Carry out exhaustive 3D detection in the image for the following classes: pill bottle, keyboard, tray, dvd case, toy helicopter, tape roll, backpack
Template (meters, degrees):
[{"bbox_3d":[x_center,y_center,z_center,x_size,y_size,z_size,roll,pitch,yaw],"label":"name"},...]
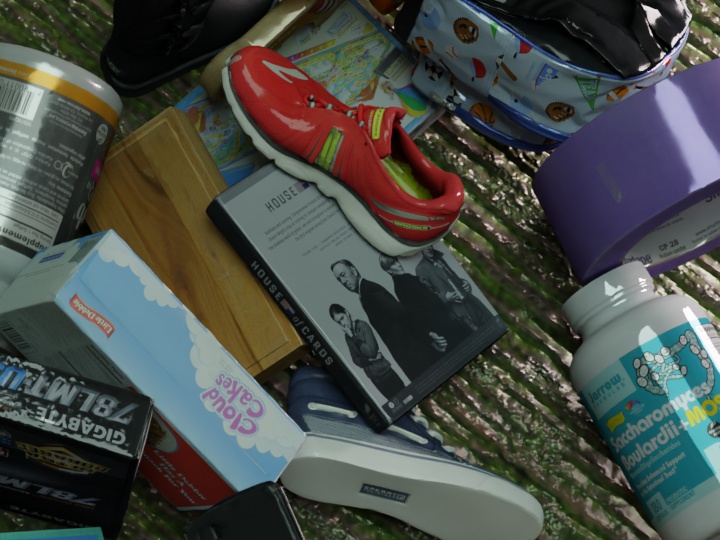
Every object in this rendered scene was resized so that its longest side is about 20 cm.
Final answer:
[{"bbox_3d":[0.223,0.096,1.775,0.110,0.111,0.201,-25,75,-19],"label":"pill bottle"},{"bbox_3d":[-0.251,-0.049,1.730,0.115,0.116,0.202,19,80,-2],"label":"pill bottle"},{"bbox_3d":[-0.056,0.245,1.621,0.103,0.040,0.201,-23,84,14],"label":"keyboard"},{"bbox_3d":[-0.123,-0.006,1.766,0.098,0.037,0.201,-33,75,12],"label":"tray"},{"bbox_3d":[0.000,0.000,1.762,0.200,0.025,0.150,52,47,4],"label":"dvd case"},{"bbox_3d":[-0.039,-0.198,1.796,0.200,0.132,0.079,-43,85,-10],"label":"toy helicopter"},{"bbox_3d":[0.230,-0.070,1.793,0.199,0.200,0.085,-23,75,-18],"label":"tape roll"},{"bbox_3d":[0.139,-0.176,1.824,0.190,0.155,0.200,32,48,21],"label":"backpack"}]

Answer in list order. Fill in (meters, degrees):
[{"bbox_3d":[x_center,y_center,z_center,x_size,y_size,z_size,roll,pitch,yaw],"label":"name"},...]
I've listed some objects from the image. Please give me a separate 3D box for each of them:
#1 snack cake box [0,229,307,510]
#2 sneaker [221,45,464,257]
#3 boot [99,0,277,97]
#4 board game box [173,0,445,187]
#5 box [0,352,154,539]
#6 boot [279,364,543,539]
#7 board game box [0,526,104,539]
[{"bbox_3d":[-0.143,0.071,1.653,0.200,0.115,0.067,48,61,-18],"label":"snack cake box"},{"bbox_3d":[-0.006,-0.099,1.744,0.200,0.085,0.077,39,47,-9],"label":"sneaker"},{"bbox_3d":[-0.111,-0.216,1.786,0.165,0.200,0.066,-40,80,-22],"label":"boot"},{"bbox_3d":[-0.047,-0.111,1.848,0.134,0.034,0.200,45,68,8],"label":"board game box"},{"bbox_3d":[-0.243,0.108,1.635,0.198,0.199,0.050,17,65,-4],"label":"box"},{"bbox_3d":[0.039,0.128,1.753,0.199,0.073,0.091,19,47,-15],"label":"boot"},{"bbox_3d":[-0.214,0.272,1.620,0.151,0.045,0.201,1,64,-47],"label":"board game box"}]
